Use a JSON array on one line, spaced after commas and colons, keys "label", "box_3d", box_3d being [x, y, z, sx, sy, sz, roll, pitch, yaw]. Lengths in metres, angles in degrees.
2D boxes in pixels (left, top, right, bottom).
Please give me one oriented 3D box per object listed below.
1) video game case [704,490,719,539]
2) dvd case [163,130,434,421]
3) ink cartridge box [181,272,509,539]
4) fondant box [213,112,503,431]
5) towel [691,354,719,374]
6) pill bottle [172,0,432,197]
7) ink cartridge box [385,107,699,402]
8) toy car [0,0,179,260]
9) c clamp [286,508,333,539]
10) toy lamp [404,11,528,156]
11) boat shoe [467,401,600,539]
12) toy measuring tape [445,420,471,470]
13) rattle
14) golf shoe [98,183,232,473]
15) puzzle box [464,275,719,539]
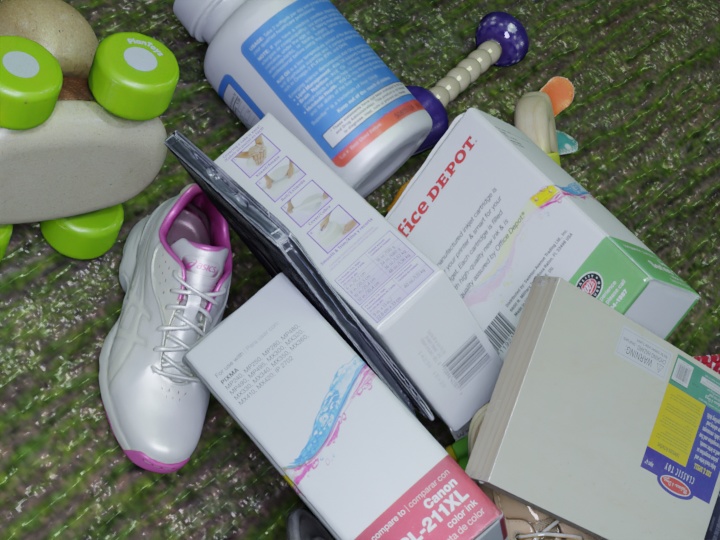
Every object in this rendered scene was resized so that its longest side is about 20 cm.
[{"label": "video game case", "box_3d": [0.306, 0.223, 1.039, 0.019, 0.143, 0.200, -38, 62, -17]}, {"label": "dvd case", "box_3d": [-0.037, 0.007, 0.943, 0.016, 0.200, 0.149, -42, 43, -7]}, {"label": "ink cartridge box", "box_3d": [-0.005, 0.114, 0.915, 0.083, 0.146, 0.200, -41, 72, -6]}, {"label": "fondant box", "box_3d": [0.000, 0.000, 0.989, 0.058, 0.144, 0.200, -43, 52, -6]}, {"label": "towel", "box_3d": [0.225, 0.119, 1.078, 0.199, 0.145, 0.022, -1, 30, -46]}, {"label": "pill bottle", "box_3d": [-0.048, -0.149, 1.127, 0.200, 0.112, 0.112, 50, 48, 6]}, {"label": "ink cartridge box", "box_3d": [0.114, 0.005, 1.052, 0.084, 0.145, 0.200, 14, 28, -51]}, {"label": "toy car", "box_3d": [-0.229, -0.129, 0.982, 0.157, 0.165, 0.201, -8, 55, -35]}, {"label": "c clamp", "box_3d": [0.011, 0.236, 0.875, 0.201, 0.027, 0.171, 57, 10, -9]}, {"label": "toy lamp", "box_3d": [0.075, -0.153, 1.242, 0.058, 0.058, 0.200, 43, 49, 1]}, {"label": "boat shoe", "box_3d": [0.127, 0.175, 0.974, 0.071, 0.065, 0.201, -23, 109, -2]}, {"label": "toy measuring tape", "box_3d": [0.077, 0.123, 1.042, 0.073, 0.074, 0.201, -18, 75, -38]}, {"label": "rattle", "box_3d": [0.111, -0.090, 1.240, 0.130, 0.142, 0.201, 55, 23, -32]}, {"label": "golf shoe", "box_3d": [-0.123, 0.031, 0.976, 0.075, 0.092, 0.201, 14, 55, -25]}, {"label": "puzzle box", "box_3d": [0.162, 0.103, 0.946, 0.199, 0.025, 0.134, 29, 76, -33]}]
